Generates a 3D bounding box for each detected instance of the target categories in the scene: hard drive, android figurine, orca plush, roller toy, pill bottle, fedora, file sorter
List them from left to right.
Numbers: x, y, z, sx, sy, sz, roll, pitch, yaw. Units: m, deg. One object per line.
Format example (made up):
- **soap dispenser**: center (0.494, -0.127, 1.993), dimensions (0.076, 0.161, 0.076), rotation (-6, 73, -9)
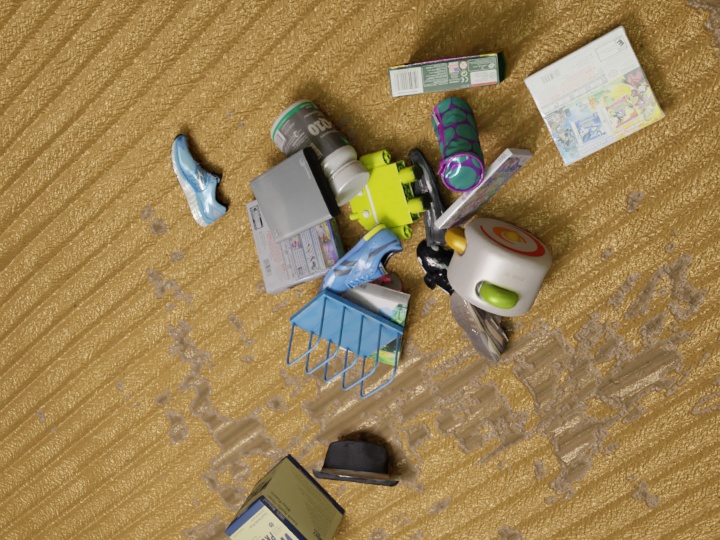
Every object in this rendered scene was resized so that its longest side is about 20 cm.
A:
- **hard drive**: center (-0.131, -0.145, 1.682), dimensions (0.199, 0.033, 0.141), rotation (-20, 95, 49)
- **pill bottle**: center (-0.078, -0.232, 1.693), dimensions (0.201, 0.113, 0.113), rotation (49, 115, 14)
- **file sorter**: center (-0.034, 0.156, 1.729), dimensions (0.198, 0.124, 0.138), rotation (27, 139, -24)
- **fedora**: center (-0.008, 0.429, 1.917), dimensions (0.197, 0.201, 0.093), rotation (3, 76, 15)
- **android figurine**: center (0.047, -0.148, 1.718), dimensions (0.198, 0.041, 0.185), rotation (-8, 103, 40)
- **orca plush**: center (0.181, 0.030, 1.756), dimensions (0.104, 0.071, 0.202), rotation (-23, 101, 22)
- **roller toy**: center (0.269, -0.015, 1.657), dimensions (0.200, 0.181, 0.141), rotation (41, 121, 37)

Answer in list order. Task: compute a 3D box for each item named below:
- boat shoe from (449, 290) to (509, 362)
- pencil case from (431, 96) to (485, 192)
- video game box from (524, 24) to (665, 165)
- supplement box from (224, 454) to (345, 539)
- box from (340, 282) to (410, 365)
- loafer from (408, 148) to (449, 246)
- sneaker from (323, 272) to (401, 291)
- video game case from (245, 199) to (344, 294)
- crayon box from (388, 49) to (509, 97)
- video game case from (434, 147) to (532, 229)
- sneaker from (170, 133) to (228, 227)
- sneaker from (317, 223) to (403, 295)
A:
- **boat shoe**: center (0.246, 0.099, 1.743), dimensions (0.074, 0.073, 0.201), rotation (21, 150, 48)
- **pencil case**: center (0.179, -0.237, 1.598), dimensions (0.091, 0.202, 0.086), rotation (14, 130, -16)
- **video game box**: center (0.432, -0.322, 1.581), dimensions (0.198, 0.047, 0.184), rotation (-25, 98, 22)
- **supplement box**: center (-0.170, 0.578, 1.969), dimensions (0.200, 0.200, 0.134), rotation (45, 113, -3)
- **box**: center (0.025, 0.110, 1.806), dimensions (0.142, 0.037, 0.202), rotation (16, 137, 10)
- **loafer**: center (0.130, -0.143, 1.711), dimensions (0.069, 0.068, 0.203), rotation (-20, 106, 6)
- **sneaker**: center (-0.014, 0.033, 1.819), dimensions (0.197, 0.079, 0.096), rotation (22, 128, 10)
- **video game case**: center (-0.134, -0.074, 1.786), dimensions (0.179, 0.045, 0.203), rotation (-19, 79, 22)
- **crayon box**: center (0.166, -0.364, 1.572), dimensions (0.197, 0.173, 0.059), rotation (-3, 104, 17)
- **video game case**: center (0.238, -0.156, 1.639), dimensions (0.200, 0.143, 0.018), rotation (-47, 75, 24)
- **sneaker**: center (-0.344, -0.202, 1.839), dimensions (0.089, 0.078, 0.203), rotation (-21, 105, 2)
- **sneaker**: center (0.000, 0.000, 1.696), dimensions (0.200, 0.066, 0.079), rotation (-44, 72, 7)
